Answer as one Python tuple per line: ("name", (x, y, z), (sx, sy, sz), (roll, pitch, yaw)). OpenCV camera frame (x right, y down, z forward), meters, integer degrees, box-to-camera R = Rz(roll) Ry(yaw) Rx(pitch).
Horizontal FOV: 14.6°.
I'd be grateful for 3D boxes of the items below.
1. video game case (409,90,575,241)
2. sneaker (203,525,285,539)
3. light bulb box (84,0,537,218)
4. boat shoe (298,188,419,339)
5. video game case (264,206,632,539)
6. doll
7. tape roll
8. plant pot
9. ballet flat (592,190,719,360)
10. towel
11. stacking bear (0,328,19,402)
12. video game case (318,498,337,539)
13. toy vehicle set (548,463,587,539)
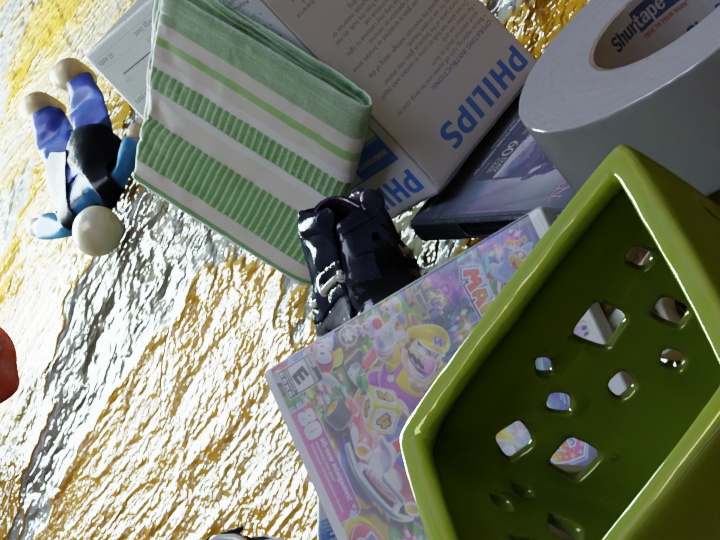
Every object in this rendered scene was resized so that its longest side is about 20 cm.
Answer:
("video game case", (0.125, -0.075, 1.614), (0.143, 0.019, 0.200), (-50, 22, -22))
("sneaker", (-0.077, 0.194, 1.719), (0.079, 0.079, 0.200), (-64, 16, -5))
("light bulb box", (-0.032, -0.129, 1.738), (0.125, 0.200, 0.198), (-50, 11, -31))
("boat shoe", (0.000, 0.000, 1.673), (0.200, 0.074, 0.093), (161, 86, -80))
("video game case", (0.053, 0.074, 1.530), (0.200, 0.018, 0.144), (-31, 76, 27))
("doll", (-0.224, -0.078, 2.238), (0.136, 0.048, 0.200), (-44, 40, 18))
("tape roll", (0.181, -0.116, 1.470), (0.200, 0.066, 0.200), (-35, 20, 14))
("plant pot", (0.159, 0.094, 1.310), (0.199, 0.181, 0.200), (-54, 31, 22))
("ballet flat", (0.173, 0.001, 1.497), (0.200, 0.068, 0.073), (-46, 52, 25))
("towel", (-0.068, -0.081, 1.698), (0.023, 0.152, 0.200), (-49, -15, -32))
("stacking bear", (-0.339, 0.126, 2.209), (0.201, 0.113, 0.121), (-58, 29, 5))
("video game case", (0.035, 0.142, 1.595), (0.143, 0.018, 0.201), (-22, 52, 31))
("toy vehicle set", (0.112, 0.169, 1.391), (0.200, 0.124, 0.027), (-109, 29, -52))
